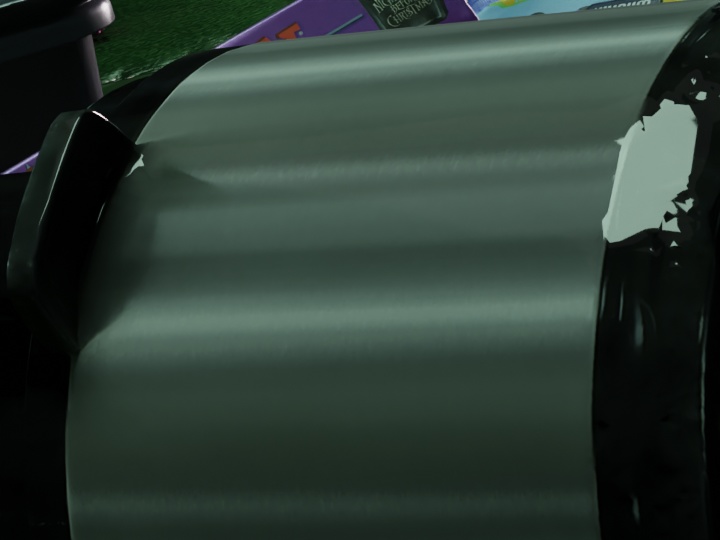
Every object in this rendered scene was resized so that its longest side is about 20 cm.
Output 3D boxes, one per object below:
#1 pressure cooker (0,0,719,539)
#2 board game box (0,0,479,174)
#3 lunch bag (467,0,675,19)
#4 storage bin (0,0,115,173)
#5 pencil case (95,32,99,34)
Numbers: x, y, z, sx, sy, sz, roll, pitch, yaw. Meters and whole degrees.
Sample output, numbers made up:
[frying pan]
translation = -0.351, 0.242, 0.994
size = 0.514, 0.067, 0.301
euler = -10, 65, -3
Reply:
[pressure cooker]
translation = 0.016, 0.037, 0.615
size = 0.199, 0.177, 0.178
euler = -2, 16, 30
[board game box]
translation = -0.036, 0.004, 0.827
size = 0.199, 0.120, 0.032
euler = -32, -24, -8
[lunch bag]
translation = 0.113, -0.083, 1.162
size = 0.150, 0.095, 0.200
euler = -7, 29, 23
[storage bin]
translation = -0.171, -0.025, 1.094
size = 0.199, 0.135, 0.146
euler = -18, 15, -8
[pencil case]
translation = -0.251, -0.156, 1.719
size = 0.199, 0.094, 0.091
euler = -16, 15, -6
